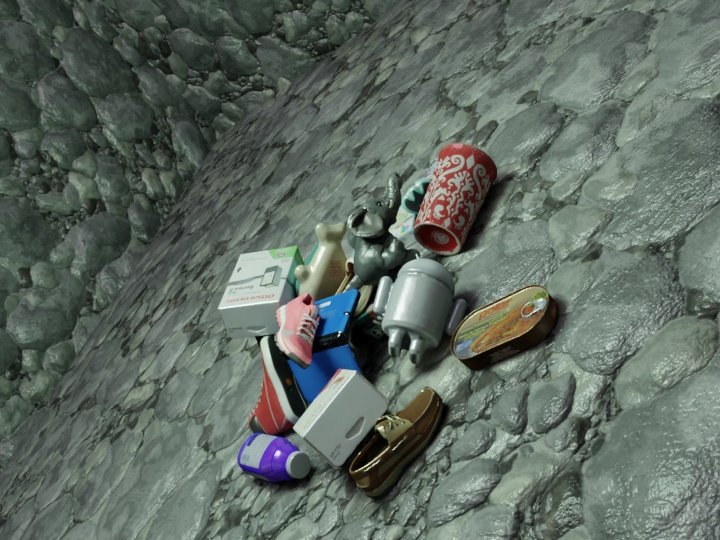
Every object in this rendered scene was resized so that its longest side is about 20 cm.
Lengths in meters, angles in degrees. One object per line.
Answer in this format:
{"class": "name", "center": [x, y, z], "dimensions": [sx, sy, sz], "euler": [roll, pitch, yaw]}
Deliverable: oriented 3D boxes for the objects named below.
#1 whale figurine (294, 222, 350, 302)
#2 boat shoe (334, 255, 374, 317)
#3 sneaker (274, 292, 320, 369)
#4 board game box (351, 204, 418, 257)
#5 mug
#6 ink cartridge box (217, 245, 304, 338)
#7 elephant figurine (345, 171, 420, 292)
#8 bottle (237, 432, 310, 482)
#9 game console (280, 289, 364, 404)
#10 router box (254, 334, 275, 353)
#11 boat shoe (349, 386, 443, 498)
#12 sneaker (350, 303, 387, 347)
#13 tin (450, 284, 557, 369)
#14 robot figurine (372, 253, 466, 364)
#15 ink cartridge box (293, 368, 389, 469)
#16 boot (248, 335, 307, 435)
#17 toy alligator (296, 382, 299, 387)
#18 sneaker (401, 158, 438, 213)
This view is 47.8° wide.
{"class": "whale figurine", "center": [-0.079, -0.007, 1.742], "dimensions": [0.103, 0.157, 0.204], "euler": [25, 116, 55]}
{"class": "boat shoe", "center": [0.000, 0.000, 1.696], "dimensions": [0.073, 0.069, 0.202], "euler": [-26, 34, 48]}
{"class": "sneaker", "center": [-0.115, 0.106, 1.563], "dimensions": [0.087, 0.074, 0.201], "euler": [-42, 28, 13]}
{"class": "board game box", "center": [0.065, -0.082, 1.906], "dimensions": [0.198, 0.034, 0.136], "euler": [-31, 29, 33]}
{"class": "mug", "center": [0.196, -0.131, 1.697], "dimensions": [0.131, 0.179, 0.202], "euler": [13, 60, 21]}
{"class": "ink cartridge box", "center": [-0.209, 0.045, 1.766], "dimensions": [0.143, 0.085, 0.202], "euler": [-8, 35, 14]}
{"class": "elephant figurine", "center": [0.028, -0.080, 1.644], "dimensions": [0.141, 0.153, 0.203], "euler": [-40, 66, 42]}
{"class": "bottle", "center": [-0.164, 0.363, 1.562], "dimensions": [0.199, 0.065, 0.084], "euler": [-8, 44, 55]}
{"class": "game console", "center": [-0.056, 0.154, 1.622], "dimensions": [0.198, 0.118, 0.173], "euler": [-19, 40, 46]}
{"class": "router box", "center": [-0.182, 0.131, 1.843], "dimensions": [0.050, 0.151, 0.201], "euler": [-10, 33, 12]}
{"class": "boat shoe", "center": [0.057, 0.272, 1.319], "dimensions": [0.201, 0.074, 0.075], "euler": [-53, 25, -13]}
{"class": "sneaker", "center": [0.052, 0.097, 1.614], "dimensions": [0.199, 0.071, 0.081], "euler": [-35, 25, 43]}
{"class": "tin", "center": [0.236, 0.094, 1.342], "dimensions": [0.198, 0.042, 0.113], "euler": [-29, 33, 35]}
{"class": "robot figurine", "center": [0.108, 0.065, 1.484], "dimensions": [0.113, 0.166, 0.203], "euler": [91, -163, -67]}
{"class": "ink cartridge box", "center": [-0.037, 0.253, 1.421], "dimensions": [0.146, 0.083, 0.200], "euler": [-50, 4, -11]}
{"class": "boot", "center": [-0.200, 0.251, 1.699], "dimensions": [0.143, 0.072, 0.203], "euler": [-35, 61, 29]}
{"class": "toy alligator", "center": [-0.123, 0.206, 1.760], "dimensions": [0.200, 0.059, 0.054], "euler": [-43, -18, -1]}
{"class": "sneaker", "center": [0.167, -0.202, 1.869], "dimensions": [0.198, 0.079, 0.140], "euler": [-31, 18, -7]}
